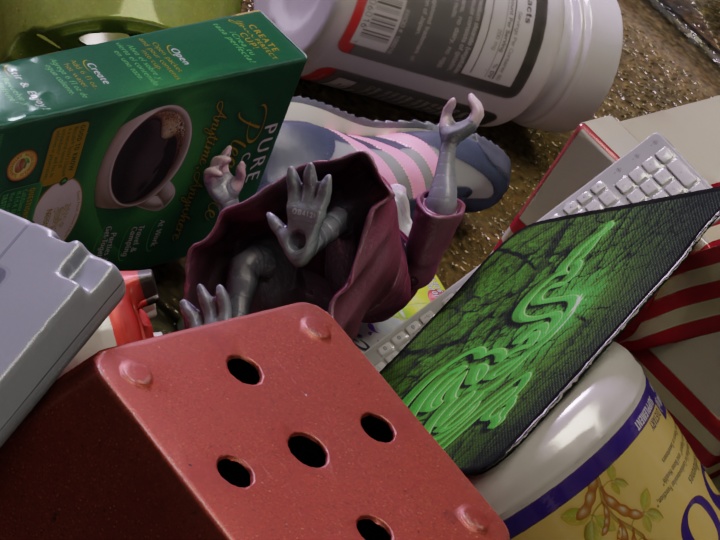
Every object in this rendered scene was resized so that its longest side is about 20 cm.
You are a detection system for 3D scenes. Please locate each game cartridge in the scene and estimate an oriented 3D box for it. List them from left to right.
[{"bbox_3d":[-0.201,0.020,1.025,0.199,0.041,0.133,21,57,34],"label":"game cartridge"}]

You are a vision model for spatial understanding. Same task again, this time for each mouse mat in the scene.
[{"bbox_3d":[0.065,0.029,1.176,0.200,0.160,0.008,-46,111,-32],"label":"mouse mat"}]

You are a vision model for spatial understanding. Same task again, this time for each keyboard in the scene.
[{"bbox_3d":[0.085,0.010,1.277,0.200,0.011,0.056,-37,61,-12],"label":"keyboard"}]

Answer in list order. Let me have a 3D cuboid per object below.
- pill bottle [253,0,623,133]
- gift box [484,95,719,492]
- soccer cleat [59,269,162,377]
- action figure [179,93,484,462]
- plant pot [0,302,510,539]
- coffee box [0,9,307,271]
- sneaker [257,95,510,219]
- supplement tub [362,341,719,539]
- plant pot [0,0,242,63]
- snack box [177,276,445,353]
[{"bbox_3d":[0.047,-0.149,1.572,0.199,0.114,0.114,13,38,-31],"label":"pill bottle"},{"bbox_3d":[0.173,0.030,1.385,0.200,0.185,0.186,41,30,23],"label":"gift box"},{"bbox_3d":[-0.123,0.042,1.150,0.085,0.200,0.069,-15,83,-7],"label":"soccer cleat"},{"bbox_3d":[0.000,0.000,1.246,0.200,0.133,0.150,2,73,-72],"label":"action figure"},{"bbox_3d":[-0.059,0.128,1.054,0.199,0.177,0.200,-12,55,-50],"label":"plant pot"},{"bbox_3d":[-0.124,-0.049,1.255,0.199,0.124,0.044,-18,51,-40],"label":"coffee box"},{"bbox_3d":[0.005,-0.037,1.449,0.199,0.070,0.083,6,62,-38],"label":"sneaker"},{"bbox_3d":[0.103,0.147,1.157,0.201,0.145,0.145,56,30,-11],"label":"supplement tub"},{"bbox_3d":[-0.133,-0.159,1.377,0.199,0.200,0.191,17,48,-26],"label":"plant pot"},{"bbox_3d":[0.014,0.082,1.295,0.141,0.053,0.201,0,46,-39],"label":"snack box"}]
